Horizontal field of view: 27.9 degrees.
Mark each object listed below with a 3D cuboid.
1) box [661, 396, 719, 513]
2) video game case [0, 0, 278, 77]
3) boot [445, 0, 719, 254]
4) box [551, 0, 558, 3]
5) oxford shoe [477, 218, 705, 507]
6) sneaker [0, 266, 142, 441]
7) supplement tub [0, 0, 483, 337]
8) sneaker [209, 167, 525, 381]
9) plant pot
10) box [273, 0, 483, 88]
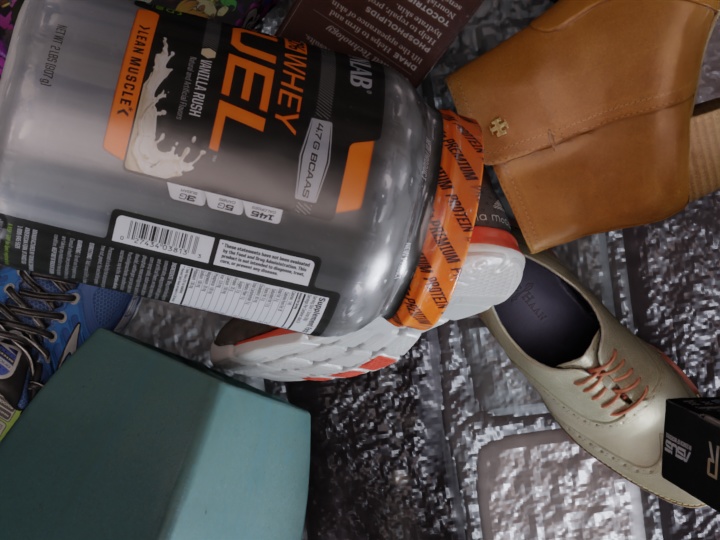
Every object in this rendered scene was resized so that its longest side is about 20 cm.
[{"bbox_3d":[0.271,0.096,0.701,0.199,0.160,0.044,-1,98,-15],"label":"box"},{"bbox_3d":[-0.139,-0.176,0.726,0.200,0.036,0.182,38,69,3],"label":"video game case"},{"bbox_3d":[0.106,-0.117,0.679,0.143,0.071,0.202,-16,95,10],"label":"boot"},{"bbox_3d":[0.104,-0.217,0.737,0.199,0.079,0.142,26,95,-1],"label":"box"},{"bbox_3d":[0.124,0.058,0.770,0.200,0.074,0.071,42,97,-3],"label":"oxford shoe"},{"bbox_3d":[-0.173,0.036,0.771,0.078,0.089,0.201,26,91,-1],"label":"sneaker"},{"bbox_3d":[-0.055,-0.042,0.622,0.199,0.123,0.123,13,98,-10],"label":"supplement tub"},{"bbox_3d":[0.000,0.000,0.758,0.199,0.077,0.082,-24,62,33],"label":"sneaker"},{"bbox_3d":[-0.116,0.143,0.740,0.141,0.141,0.201,20,86,33],"label":"plant pot"},{"bbox_3d":[0.011,-0.129,0.688,0.075,0.100,0.200,34,136,-8],"label":"box"}]
